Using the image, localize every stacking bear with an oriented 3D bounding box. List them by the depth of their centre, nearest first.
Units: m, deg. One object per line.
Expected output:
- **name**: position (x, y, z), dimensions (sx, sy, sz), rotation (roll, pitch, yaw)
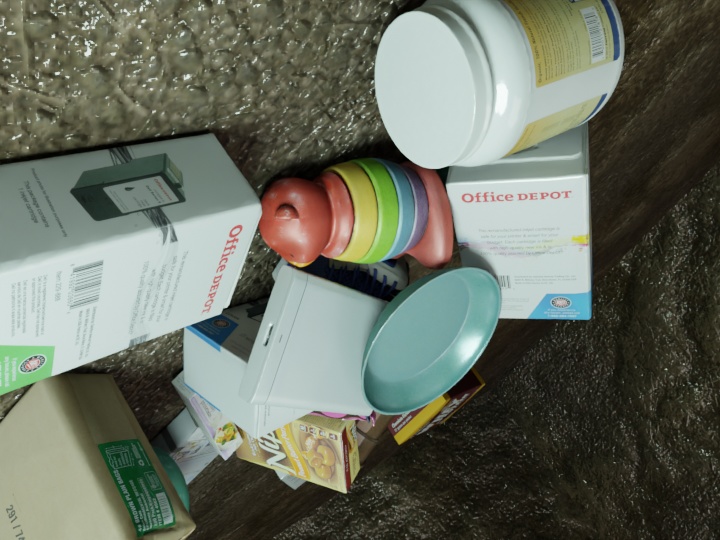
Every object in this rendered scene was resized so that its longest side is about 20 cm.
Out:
- **stacking bear**: position (-0.013, -0.055, 0.650), dimensions (0.196, 0.120, 0.118), rotation (-8, 105, -37)

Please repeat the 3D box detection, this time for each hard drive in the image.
- **hard drive**: position (-0.032, 0.083, 0.685), dimensions (0.198, 0.026, 0.136), rotation (21, 87, -52)

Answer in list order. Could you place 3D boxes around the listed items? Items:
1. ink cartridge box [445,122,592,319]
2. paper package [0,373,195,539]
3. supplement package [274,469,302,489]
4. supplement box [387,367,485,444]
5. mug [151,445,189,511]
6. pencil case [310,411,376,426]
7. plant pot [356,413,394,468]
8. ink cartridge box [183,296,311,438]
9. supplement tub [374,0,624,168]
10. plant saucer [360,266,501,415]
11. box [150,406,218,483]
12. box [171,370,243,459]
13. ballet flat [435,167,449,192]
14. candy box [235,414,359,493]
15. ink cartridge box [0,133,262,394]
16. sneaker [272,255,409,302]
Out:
- **ink cartridge box**: position (0.193, -0.067, 0.742), dimensions (0.148, 0.142, 0.203), rotation (-69, 151, -43)
- **paper package**: position (-0.296, 0.237, 0.645), dimensions (0.190, 0.202, 0.103), rotation (-44, 159, 15)
- **supplement package**: position (-0.127, 0.343, 1.271), dimensions (0.116, 0.118, 0.201), rotation (-33, 159, -12)
- **supplement box**: position (0.107, 0.196, 1.246), dimensions (0.133, 0.199, 0.198), rotation (-46, 157, 23)
- **mug**: position (-0.317, 0.308, 0.863), dimensions (0.114, 0.182, 0.156), rotation (-6, 121, -64)
- **pencil case**: position (-0.068, 0.158, 0.879), dimensions (0.091, 0.194, 0.096), rotation (-57, 147, -59)
- **plant pot**: position (0.001, 0.182, 1.072), dimensions (0.199, 0.200, 0.200), rotation (-46, 159, 2)
- **ink cartridge box**: position (-0.090, 0.098, 0.759), dimensions (0.197, 0.144, 0.089), rotation (-18, 120, -45)
- **supplement tub**: position (0.122, -0.178, 0.565), dimensions (0.197, 0.146, 0.146), rotation (-24, 156, -32)
- **plant saucer**: position (0.074, 0.074, 0.723), dimensions (0.196, 0.036, 0.204), rotation (-22, 134, -24)
- **box**: position (-0.278, 0.286, 1.006), dimensions (0.200, 0.041, 0.155), rotation (-45, 158, 14)
- **box**: position (-0.206, 0.197, 0.876), dimensions (0.039, 0.041, 0.203), rotation (-44, 150, -26)
- **ballet flat**: position (0.102, -0.108, 0.816), dimensions (0.072, 0.072, 0.198), rotation (-45, 157, 20)
- **candy box**: position (-0.100, 0.245, 0.953), dimensions (0.055, 0.194, 0.119), rotation (-48, 141, -52)
- **ink cartridge box**: position (-0.188, -0.009, 0.477), dimensions (0.197, 0.085, 0.147), rotation (-20, 153, -41)
- **sneaker**: position (0.000, 0.000, 0.772), dimensions (0.197, 0.116, 0.081), rotation (-14, 149, -48)
